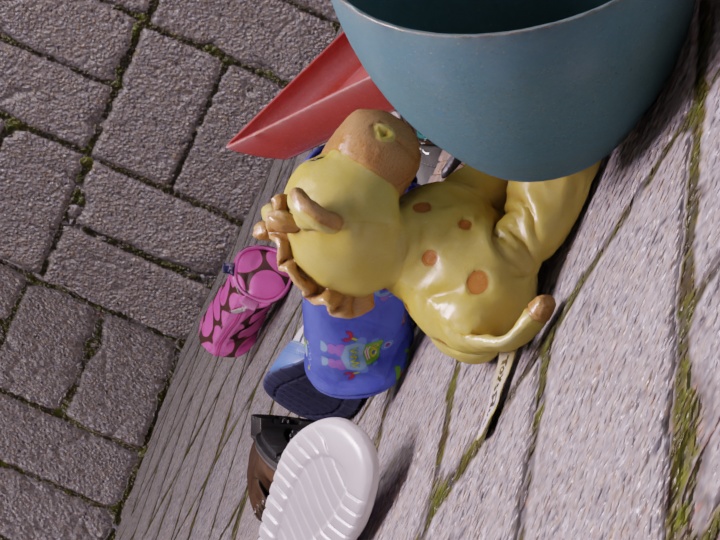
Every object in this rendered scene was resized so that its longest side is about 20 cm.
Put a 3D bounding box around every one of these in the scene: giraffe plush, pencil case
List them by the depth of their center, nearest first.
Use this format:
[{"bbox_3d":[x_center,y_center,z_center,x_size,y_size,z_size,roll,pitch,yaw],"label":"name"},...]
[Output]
[{"bbox_3d":[0.026,-0.022,1.211,0.173,0.161,0.201,123,169,-53],"label":"giraffe plush"},{"bbox_3d":[0.000,0.000,1.486,0.078,0.086,0.201,-97,5,-46],"label":"pencil case"},{"bbox_3d":[-0.151,0.045,2.689,0.200,0.090,0.094,121,164,-60],"label":"pencil case"}]

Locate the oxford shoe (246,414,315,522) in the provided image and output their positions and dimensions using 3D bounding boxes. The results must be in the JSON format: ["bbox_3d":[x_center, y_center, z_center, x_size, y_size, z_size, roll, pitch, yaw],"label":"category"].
[{"bbox_3d":[-0.053,0.163,1.661,0.200,0.072,0.085,-174,91,-85],"label":"oxford shoe"}]

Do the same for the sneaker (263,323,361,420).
[{"bbox_3d":[-0.011,0.051,1.660,0.200,0.074,0.083,-47,17,49],"label":"sneaker"}]

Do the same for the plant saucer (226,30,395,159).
[{"bbox_3d":[0.025,-0.152,1.444,0.200,0.037,0.199,-48,16,-33],"label":"plant saucer"}]

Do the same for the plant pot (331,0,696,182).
[{"bbox_3d":[0.089,-0.128,1.121,0.201,0.198,0.136,-73,-24,-47],"label":"plant pot"}]

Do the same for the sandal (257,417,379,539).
[{"bbox_3d":[-0.025,0.166,1.436,0.050,0.083,0.203,-16,-31,-36],"label":"sandal"}]

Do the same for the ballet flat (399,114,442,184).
[{"bbox_3d":[0.063,-0.096,1.622,0.200,0.067,0.064,-79,-16,-71],"label":"ballet flat"}]

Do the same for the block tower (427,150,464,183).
[{"bbox_3d":[0.086,-0.081,1.404,0.201,0.057,0.054,-65,8,-1],"label":"block tower"}]

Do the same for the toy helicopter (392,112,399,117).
[{"bbox_3d":[0.044,-0.112,1.781,0.132,0.078,0.202,-154,76,-77],"label":"toy helicopter"}]

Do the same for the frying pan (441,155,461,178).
[{"bbox_3d":[0.122,-0.139,1.294,0.191,0.031,0.115,-58,6,-28],"label":"frying pan"}]
